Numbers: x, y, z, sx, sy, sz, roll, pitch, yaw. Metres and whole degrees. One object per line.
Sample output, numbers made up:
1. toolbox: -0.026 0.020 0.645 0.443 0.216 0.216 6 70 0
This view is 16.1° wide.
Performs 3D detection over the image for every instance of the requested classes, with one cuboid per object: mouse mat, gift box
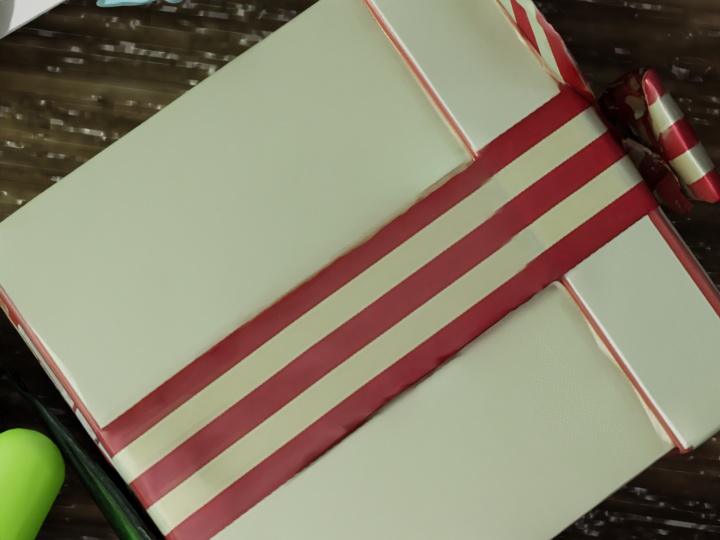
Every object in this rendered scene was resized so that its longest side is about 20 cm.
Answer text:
1. mouse mat: -0.049 0.114 0.790 0.008 0.200 0.162 -35 110 -11
2. gift box: 0.000 0.000 0.746 0.186 0.185 0.201 -34 92 -8

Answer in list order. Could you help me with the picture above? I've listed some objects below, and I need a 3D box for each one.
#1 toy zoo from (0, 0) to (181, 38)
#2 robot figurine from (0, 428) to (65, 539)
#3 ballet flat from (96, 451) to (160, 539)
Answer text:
1. toy zoo: -0.120 -0.166 0.824 0.131 0.020 0.200 -40 97 13
2. robot figurine: -0.172 0.078 0.810 0.175 0.115 0.202 3 114 47
3. ballet flat: -0.006 0.114 0.857 0.199 0.068 0.068 34 107 -3
